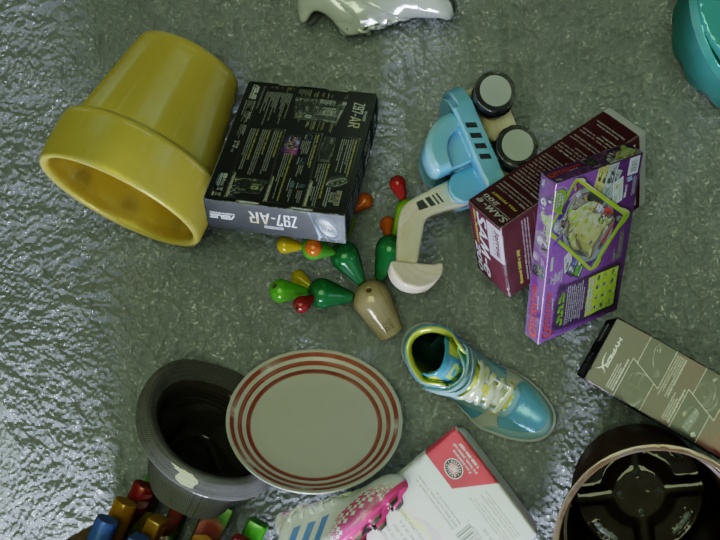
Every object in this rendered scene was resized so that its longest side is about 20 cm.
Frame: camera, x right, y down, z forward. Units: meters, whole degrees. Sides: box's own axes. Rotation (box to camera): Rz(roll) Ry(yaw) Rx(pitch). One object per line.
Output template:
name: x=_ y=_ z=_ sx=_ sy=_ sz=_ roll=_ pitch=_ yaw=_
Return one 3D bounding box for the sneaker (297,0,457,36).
sneaker: x=0.017 y=-0.313 z=1.288 sx=0.197 sy=0.074 sz=0.089 roll=14 pitch=100 yaw=16

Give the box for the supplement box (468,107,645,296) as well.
supplement box: x=0.214 y=-0.074 z=1.181 sx=0.199 sy=0.110 sz=0.061 roll=-33 pitch=49 yaw=-16

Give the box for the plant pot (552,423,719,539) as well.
plant pot: x=0.293 y=0.255 z=1.128 sx=0.196 sy=0.198 sz=0.204 roll=1 pitch=95 yaw=9

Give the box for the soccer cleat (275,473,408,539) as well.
soccer cleat: x=-0.041 y=0.271 z=1.169 sx=0.200 sy=0.070 sz=0.087 roll=-43 pitch=70 yaw=2

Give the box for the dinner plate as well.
dinner plate: x=-0.051 y=0.169 z=1.228 sx=0.196 sy=0.024 sz=0.202 roll=2 pitch=45 yaw=-2

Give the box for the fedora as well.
fedora: x=-0.179 y=0.202 z=1.239 sx=0.174 sy=0.201 sz=0.091 roll=17 pitch=120 yaw=-21

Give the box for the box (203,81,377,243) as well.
box: x=-0.073 y=-0.127 z=1.237 sx=0.157 sy=0.044 sz=0.202 roll=7 pitch=49 yaw=8

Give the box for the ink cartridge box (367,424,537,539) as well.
ink cartridge box: x=0.078 y=0.290 z=1.222 sx=0.199 sy=0.086 sz=0.148 roll=-39 pitch=80 yaw=6

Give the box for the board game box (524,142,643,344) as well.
board game box: x=0.234 y=-0.026 z=1.164 sx=0.119 sy=0.203 sz=0.032 roll=-23 pitch=41 yaw=-30

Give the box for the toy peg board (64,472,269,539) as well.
toy peg board: x=-0.205 y=0.300 z=1.203 sx=0.198 sy=0.199 sz=0.099 roll=25 pitch=93 yaw=9

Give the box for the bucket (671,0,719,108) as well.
bucket: x=0.440 y=-0.276 z=1.182 sx=0.203 sy=0.135 sz=0.211 roll=-1 pitch=85 yaw=9

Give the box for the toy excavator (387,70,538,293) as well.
toy excavator: x=0.098 y=-0.094 z=1.217 sx=0.197 sy=0.100 sz=0.197 roll=-21 pitch=81 yaw=-7

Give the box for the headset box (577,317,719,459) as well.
headset box: x=0.336 y=0.131 z=1.164 sx=0.198 sy=0.149 sz=0.078 roll=31 pitch=92 yaw=8

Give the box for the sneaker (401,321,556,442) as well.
sneaker: x=0.125 y=0.127 z=1.204 sx=0.198 sy=0.131 sz=0.080 roll=30 pitch=89 yaw=9

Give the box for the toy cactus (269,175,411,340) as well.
toy cactus: x=0.000 y=0.000 z=1.251 sx=0.199 sy=0.102 sz=0.166 roll=-35 pitch=100 yaw=-17

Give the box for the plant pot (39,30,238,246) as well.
plant pot: x=-0.233 y=-0.158 z=1.253 sx=0.198 sy=0.201 sz=0.191 roll=22 pitch=75 yaw=9
